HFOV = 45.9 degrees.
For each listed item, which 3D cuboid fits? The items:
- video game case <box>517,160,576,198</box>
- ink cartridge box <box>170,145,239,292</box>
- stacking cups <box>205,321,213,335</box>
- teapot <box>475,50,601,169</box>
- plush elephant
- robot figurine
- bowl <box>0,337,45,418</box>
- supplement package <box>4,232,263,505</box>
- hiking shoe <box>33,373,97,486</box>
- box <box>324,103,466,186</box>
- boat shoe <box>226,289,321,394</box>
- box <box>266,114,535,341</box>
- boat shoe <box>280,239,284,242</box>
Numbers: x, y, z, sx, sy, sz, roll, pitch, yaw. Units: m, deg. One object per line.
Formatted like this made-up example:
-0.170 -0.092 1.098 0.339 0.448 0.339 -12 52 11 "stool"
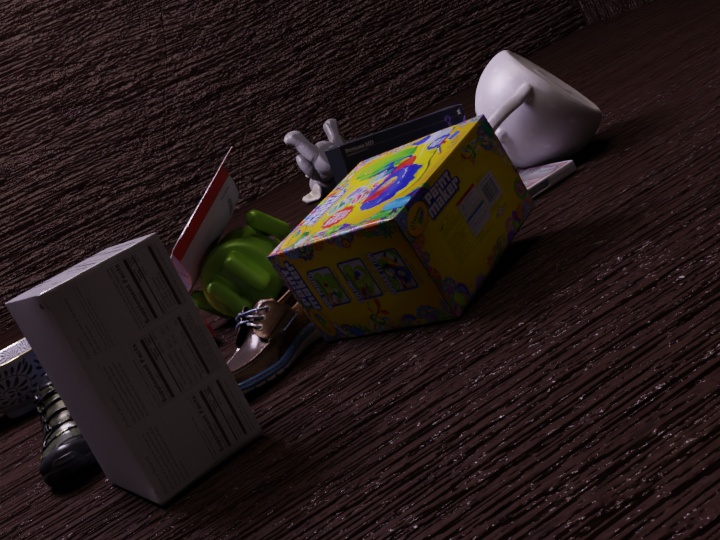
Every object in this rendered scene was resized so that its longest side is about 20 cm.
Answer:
0.178 -0.092 1.153 0.200 0.017 0.143 -32 13 -24 "video game case"
-0.217 -0.066 1.217 0.163 0.050 0.200 -66 11 -26 "ink cartridge box"
-0.255 0.081 1.240 0.060 0.061 0.200 -31 15 -23 "stacking cups"
0.237 -0.213 1.230 0.146 0.200 0.198 -57 26 21 "teapot"
-0.099 -0.264 2.179 0.165 0.200 0.155 -33 -10 -35 "plush elephant"
-0.168 0.000 1.249 0.176 0.115 0.200 -56 7 12 "robot figurine"
-0.545 0.174 1.363 0.200 0.094 0.201 -26 12 6 "bowl"
-0.206 0.086 0.762 0.111 0.200 0.156 -32 13 -30 "supplement package"
-0.329 0.164 0.932 0.076 0.101 0.200 -29 12 -11 "hiking shoe"
0.068 -0.143 1.237 0.199 0.142 0.079 -22 7 -16 "box"
-0.101 0.068 0.926 0.072 0.073 0.200 -17 15 38 "boat shoe"
0.045 -0.041 0.904 0.192 0.122 0.200 -15 26 45 "box"
-0.088 -0.033 1.351 0.057 0.067 0.200 -35 10 -18 "boat shoe"
